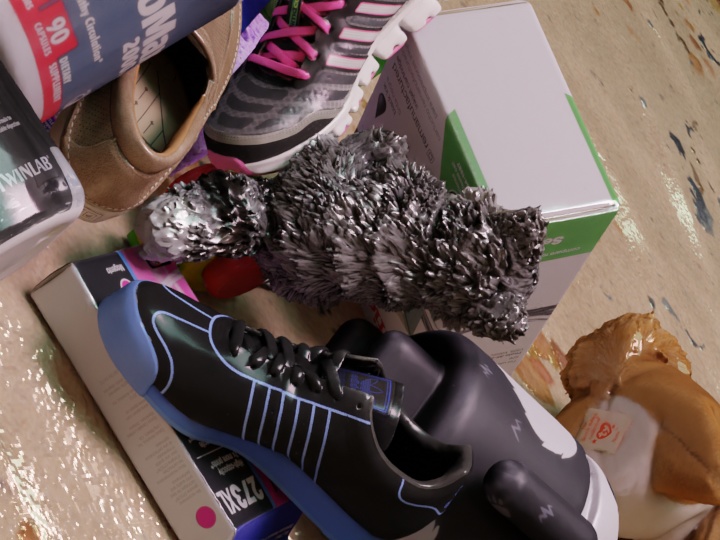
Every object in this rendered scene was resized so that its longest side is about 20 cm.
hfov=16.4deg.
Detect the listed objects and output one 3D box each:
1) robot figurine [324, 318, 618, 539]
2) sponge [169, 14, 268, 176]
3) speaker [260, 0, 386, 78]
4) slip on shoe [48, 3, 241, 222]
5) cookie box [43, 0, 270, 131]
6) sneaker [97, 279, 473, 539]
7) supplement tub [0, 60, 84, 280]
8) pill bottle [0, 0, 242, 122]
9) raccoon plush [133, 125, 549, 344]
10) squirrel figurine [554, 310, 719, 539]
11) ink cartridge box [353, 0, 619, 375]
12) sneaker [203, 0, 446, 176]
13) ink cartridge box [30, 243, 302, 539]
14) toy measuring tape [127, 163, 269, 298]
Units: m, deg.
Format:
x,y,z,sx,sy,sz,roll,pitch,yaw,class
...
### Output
x,y,z,sx,sy,sz,roll,pitch,yaw,class
0.052,0.111,1.348,0.200,0.125,0.151,43,26,-26,robot figurine
-0.101,-0.127,1.486,0.112,0.030,0.200,54,23,-1,sponge
-0.052,-0.210,1.618,0.200,0.088,0.088,60,24,11,speaker
-0.095,-0.105,1.248,0.076,0.060,0.200,48,40,-18,slip on shoe
-0.144,-0.167,1.341,0.171,0.075,0.200,51,38,-13,cookie box
-0.033,0.059,1.218,0.200,0.078,0.070,39,30,-23,sneaker
-0.218,-0.077,1.075,0.200,0.122,0.122,56,23,1,supplement tub
-0.114,-0.160,1.174,0.200,0.120,0.120,-34,89,-22,pill bottle
0.000,0.000,1.281,0.200,0.097,0.134,-21,32,-37,raccoon plush
0.199,0.133,1.598,0.187,0.141,0.200,43,28,-41,squirrel figurine
0.059,-0.037,1.461,0.084,0.200,0.146,-11,62,-23,ink cartridge box
-0.023,-0.138,1.350,0.074,0.200,0.088,24,-28,36,sneaker
-0.082,0.081,1.247,0.200,0.037,0.095,60,24,5,ink cartridge box
-0.055,-0.020,1.383,0.200,0.073,0.074,7,52,-60,toy measuring tape
